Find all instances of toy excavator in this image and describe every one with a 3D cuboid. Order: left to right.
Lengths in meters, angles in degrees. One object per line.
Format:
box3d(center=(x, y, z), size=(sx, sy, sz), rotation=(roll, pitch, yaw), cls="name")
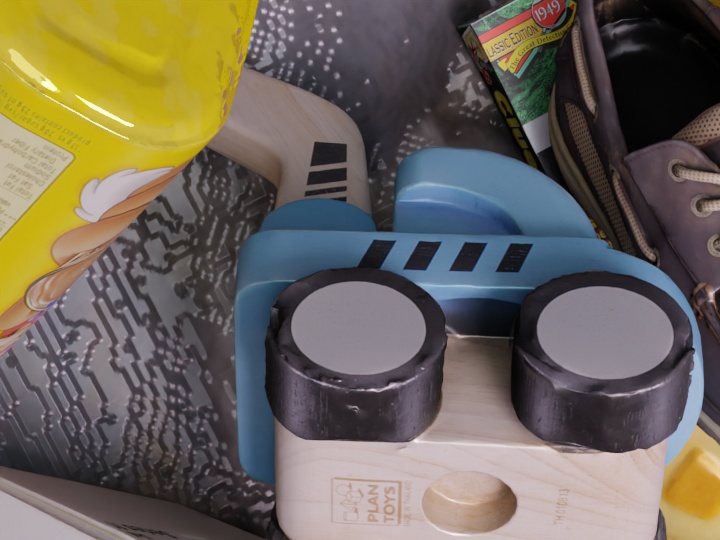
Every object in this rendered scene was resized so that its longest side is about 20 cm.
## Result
box3d(center=(0.000, 0.000, 0.786), size=(0.194, 0.200, 0.100), rotation=(2, 131, 2), cls="toy excavator")

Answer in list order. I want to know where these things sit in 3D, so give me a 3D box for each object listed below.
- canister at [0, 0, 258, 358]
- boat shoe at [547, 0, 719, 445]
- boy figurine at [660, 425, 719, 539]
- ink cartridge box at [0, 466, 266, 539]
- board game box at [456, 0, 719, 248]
box3d(center=(-0.111, -0.039, 0.743), size=(0.086, 0.200, 0.149), rotation=(28, 46, -21), cls="canister")
box3d(center=(0.105, -0.017, 0.783), size=(0.074, 0.200, 0.073), rotation=(-26, 138, -9), cls="boat shoe")
box3d(center=(0.114, 0.069, 0.866), size=(0.200, 0.064, 0.124), rotation=(36, 112, -7), cls="boy figurine")
box3d(center=(-0.094, 0.165, 0.802), size=(0.083, 0.147, 0.200), rotation=(23, 90, 28), cls="ink cartridge box")
box3d(center=(0.143, -0.081, 0.888), size=(0.200, 0.023, 0.105), rotation=(-29, 95, -5), cls="board game box")
